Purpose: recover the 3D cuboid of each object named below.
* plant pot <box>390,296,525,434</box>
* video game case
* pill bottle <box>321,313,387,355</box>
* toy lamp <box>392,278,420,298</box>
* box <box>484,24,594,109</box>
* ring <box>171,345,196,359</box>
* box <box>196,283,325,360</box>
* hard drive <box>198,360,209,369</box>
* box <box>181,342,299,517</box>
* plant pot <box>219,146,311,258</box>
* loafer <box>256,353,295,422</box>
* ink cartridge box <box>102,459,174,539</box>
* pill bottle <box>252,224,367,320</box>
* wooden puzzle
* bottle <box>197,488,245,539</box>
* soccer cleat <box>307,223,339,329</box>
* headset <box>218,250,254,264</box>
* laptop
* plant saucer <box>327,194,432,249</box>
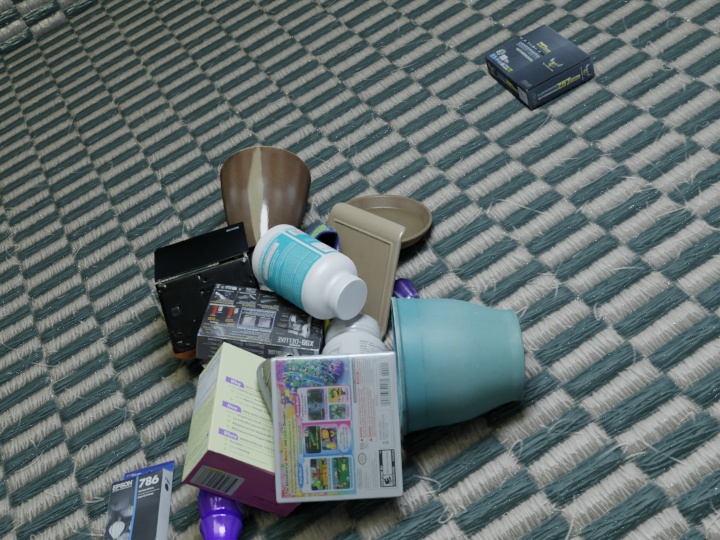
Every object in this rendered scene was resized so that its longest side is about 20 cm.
[{"bbox_3d":[0.144,0.134,1.369,0.184,0.202,0.202,-4,42,0],"label":"plant pot"},{"bbox_3d":[-0.034,0.220,1.299,0.179,0.024,0.204,-3,86,0],"label":"video game case"},{"bbox_3d":[-0.007,0.171,1.450,0.112,0.114,0.202,-16,42,10],"label":"pill bottle"},{"bbox_3d":[0.041,0.014,1.636,0.058,0.059,0.200,-34,41,-10],"label":"toy lamp"},{"bbox_3d":[0.375,-0.433,1.941,0.156,0.051,0.201,-27,40,-4],"label":"box"},{"bbox_3d":[-0.257,0.101,1.686,0.198,0.019,0.201,-25,24,11],"label":"ring"},{"bbox_3d":[-0.157,0.092,1.510,0.196,0.050,0.159,7,31,-2],"label":"box"},{"bbox_3d":[-0.177,0.170,1.596,0.139,0.038,0.199,-39,42,-16],"label":"hard drive"},{"bbox_3d":[-0.161,0.240,1.394,0.097,0.174,0.202,-49,27,37],"label":"box"},{"bbox_3d":[-0.188,-0.104,1.801,0.184,0.188,0.203,-12,55,14],"label":"plant pot"},{"bbox_3d":[-0.088,0.209,1.344,0.070,0.075,0.202,-43,69,38],"label":"loafer"},{"bbox_3d":[-0.352,0.384,1.458,0.098,0.039,0.202,-18,41,10],"label":"ink cartridge box"},{"bbox_3d":[-0.080,0.008,1.503,0.111,0.112,0.199,-43,47,-20],"label":"pill bottle"},{"bbox_3d":[0.000,0.000,1.605,0.037,0.203,0.184,2,16,-43],"label":"wooden puzzle"},{"bbox_3d":[-0.209,0.345,1.391,0.064,0.084,0.202,-17,40,8],"label":"bottle"},{"bbox_3d":[-0.071,0.020,1.599,0.064,0.204,0.083,4,0,-23],"label":"soccer cleat"},{"bbox_3d":[-0.227,0.031,1.710,0.200,0.094,0.124,-42,24,11],"label":"headset"},{"bbox_3d":[-0.268,0.027,1.642,0.174,0.103,0.203,-18,85,-3],"label":"laptop"},{"bbox_3d":[0.037,-0.087,1.721,0.196,0.030,0.201,-2,30,1],"label":"plant saucer"}]
